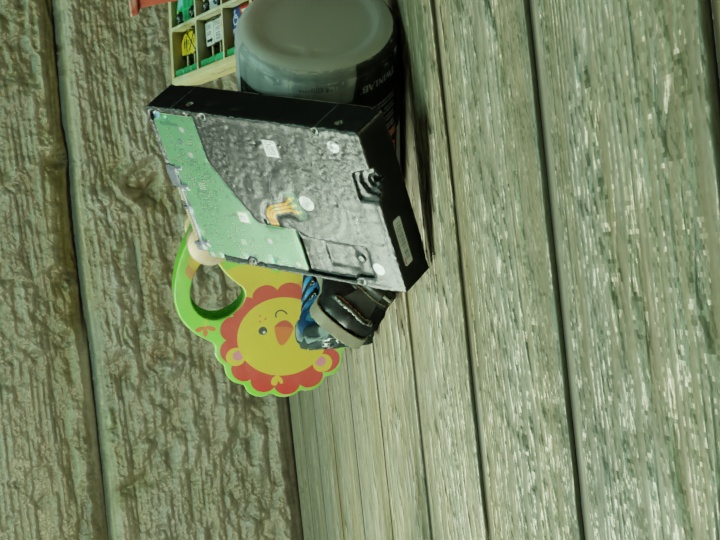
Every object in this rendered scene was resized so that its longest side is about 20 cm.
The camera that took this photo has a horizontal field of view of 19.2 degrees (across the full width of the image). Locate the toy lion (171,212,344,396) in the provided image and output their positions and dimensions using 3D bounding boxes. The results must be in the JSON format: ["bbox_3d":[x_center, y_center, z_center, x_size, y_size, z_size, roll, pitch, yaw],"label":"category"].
[{"bbox_3d":[-0.105,0.040,2.247,0.069,0.200,0.192,-112,35,-65],"label":"toy lion"}]

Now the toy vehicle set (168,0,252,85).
[{"bbox_3d":[-0.119,-0.232,1.815,0.200,0.026,0.125,172,95,-65],"label":"toy vehicle set"}]

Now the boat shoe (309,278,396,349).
[{"bbox_3d":[0.000,0.000,1.816,0.068,0.072,0.200,-56,11,17],"label":"boat shoe"}]

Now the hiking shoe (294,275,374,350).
[{"bbox_3d":[-0.031,0.021,2.013,0.200,0.074,0.087,-118,22,-76],"label":"hiking shoe"}]

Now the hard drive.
[{"bbox_3d":[-0.053,-0.061,1.537,0.038,0.200,0.140,-47,-48,-38],"label":"hard drive"}]

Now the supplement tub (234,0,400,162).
[{"bbox_3d":[-0.031,-0.108,1.604,0.123,0.122,0.200,-102,8,-46],"label":"supplement tub"}]

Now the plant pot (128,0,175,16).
[{"bbox_3d":[-0.087,-0.299,1.598,0.201,0.195,0.201,175,90,-85],"label":"plant pot"}]
